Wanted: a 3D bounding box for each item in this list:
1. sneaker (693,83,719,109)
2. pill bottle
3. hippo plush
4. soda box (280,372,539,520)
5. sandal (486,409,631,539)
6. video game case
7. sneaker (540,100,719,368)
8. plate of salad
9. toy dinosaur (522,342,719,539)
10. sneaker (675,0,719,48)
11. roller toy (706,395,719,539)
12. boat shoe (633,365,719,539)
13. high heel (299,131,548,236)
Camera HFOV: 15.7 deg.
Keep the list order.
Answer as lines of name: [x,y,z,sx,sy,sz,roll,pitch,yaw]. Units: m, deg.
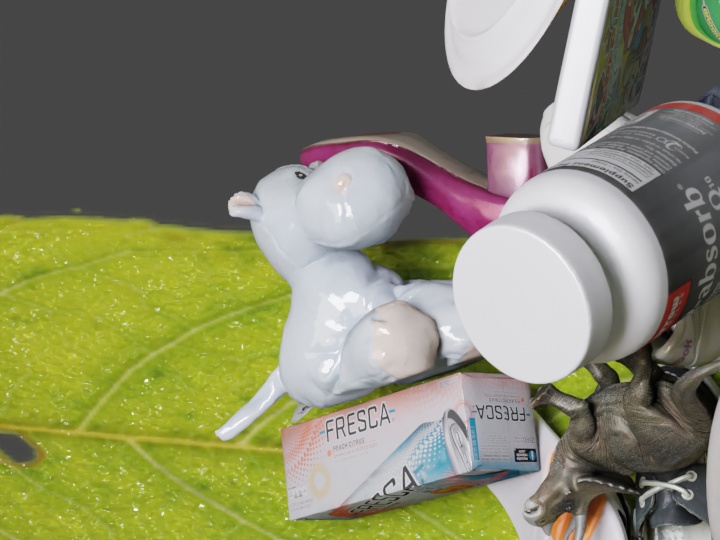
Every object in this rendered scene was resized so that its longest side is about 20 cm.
sneaker: [0.273,-0.034,1.586,0.146,0.077,0.203,-36,83,44]
pill bottle: [0.148,-0.015,1.510,0.115,0.200,0.116,19,123,33]
hippo plush: [0.000,0.000,1.738,0.199,0.159,0.162,-22,84,42]
soda box: [0.030,0.121,1.766,0.200,0.063,0.069,-21,71,49]
sandal: [0.136,0.146,1.727,0.079,0.059,0.207,-58,42,26]
video game case: [0.162,-0.184,1.579,0.023,0.182,0.201,15,107,14]
sneaker: [0.168,-0.026,1.647,0.075,0.099,0.201,-44,69,35]
plate of salad: [0.110,-0.207,1.655,0.200,0.048,0.201,-50,30,45]
toy dinosaur: [0.172,0.089,1.598,0.200,0.077,0.102,-32,104,40]
sneaker: [0.257,-0.221,1.571,0.083,0.074,0.201,35,125,31]
roller toy: [0.288,0.121,1.525,0.139,0.182,0.201,2,103,36]
boat shoe: [0.209,0.158,1.667,0.075,0.060,0.201,-15,88,37]
high heel: [0.042,-0.044,1.759,0.199,0.067,0.097,3,98,38]
